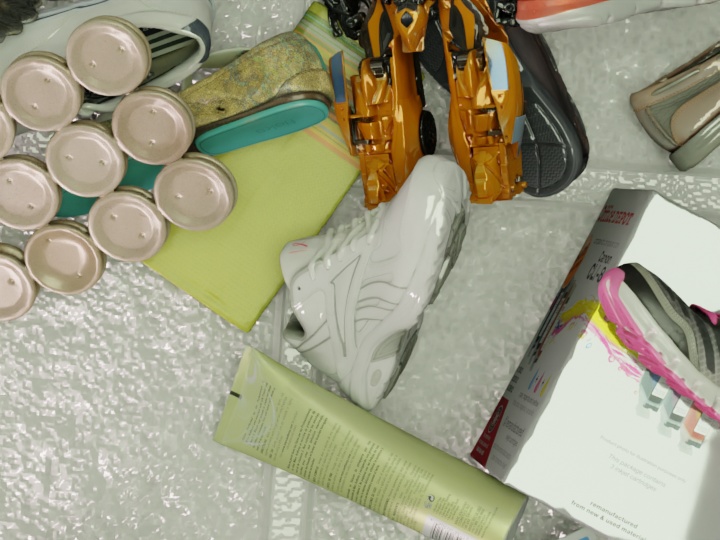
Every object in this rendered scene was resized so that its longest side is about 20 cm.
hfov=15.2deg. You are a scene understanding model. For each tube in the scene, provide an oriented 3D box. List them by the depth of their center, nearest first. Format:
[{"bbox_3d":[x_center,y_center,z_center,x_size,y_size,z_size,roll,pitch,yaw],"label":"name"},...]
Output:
[{"bbox_3d":[0.006,0.117,1.672,0.199,0.052,0.058,25,80,9],"label":"tube"}]

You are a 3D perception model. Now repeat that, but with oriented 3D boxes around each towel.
[{"bbox_3d":[-0.049,-0.065,1.696,0.086,0.018,0.200,35,90,-2],"label":"towel"}]

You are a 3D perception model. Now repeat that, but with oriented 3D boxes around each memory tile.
[{"bbox_3d":[-0.185,-0.059,1.627,0.199,0.017,0.154,-24,113,22],"label":"memory tile"}]

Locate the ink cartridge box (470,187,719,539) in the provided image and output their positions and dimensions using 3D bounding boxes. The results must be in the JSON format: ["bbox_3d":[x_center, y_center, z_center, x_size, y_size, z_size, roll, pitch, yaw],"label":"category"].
[{"bbox_3d":[0.183,0.066,1.656,0.144,0.145,0.200,28,90,-5],"label":"ink cartridge box"}]

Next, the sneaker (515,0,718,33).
[{"bbox_3d":[0.168,-0.196,1.633,0.200,0.077,0.082,-17,99,-47],"label":"sneaker"}]

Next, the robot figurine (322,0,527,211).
[{"bbox_3d":[0.040,-0.139,1.638,0.144,0.058,0.201,-4,102,22],"label":"robot figurine"}]

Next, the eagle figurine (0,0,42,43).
[{"bbox_3d":[-0.309,-0.176,1.607,0.199,0.152,0.151,-18,127,15],"label":"eagle figurine"}]

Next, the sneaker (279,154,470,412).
[{"bbox_3d":[0.000,0.000,1.633,0.099,0.078,0.200,27,132,3],"label":"sneaker"}]

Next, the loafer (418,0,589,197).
[{"bbox_3d":[0.081,-0.140,1.689,0.072,0.063,0.200,-29,91,28],"label":"loafer"}]

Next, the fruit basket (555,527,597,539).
[{"bbox_3d":[0.092,0.283,1.687,0.185,0.094,0.201,-20,98,-4],"label":"fruit basket"}]

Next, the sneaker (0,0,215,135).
[{"bbox_3d":[-0.182,-0.122,1.637,0.199,0.071,0.073,-25,120,8],"label":"sneaker"}]

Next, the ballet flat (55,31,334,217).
[{"bbox_3d":[-0.112,-0.094,1.661,0.199,0.071,0.071,-21,94,11],"label":"ballet flat"}]

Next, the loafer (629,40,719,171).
[{"bbox_3d":[0.256,-0.149,1.692,0.200,0.072,0.063,-43,88,1],"label":"loafer"}]

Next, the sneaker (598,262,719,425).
[{"bbox_3d":[0.226,0.048,1.550,0.200,0.074,0.088,38,89,-11],"label":"sneaker"}]
